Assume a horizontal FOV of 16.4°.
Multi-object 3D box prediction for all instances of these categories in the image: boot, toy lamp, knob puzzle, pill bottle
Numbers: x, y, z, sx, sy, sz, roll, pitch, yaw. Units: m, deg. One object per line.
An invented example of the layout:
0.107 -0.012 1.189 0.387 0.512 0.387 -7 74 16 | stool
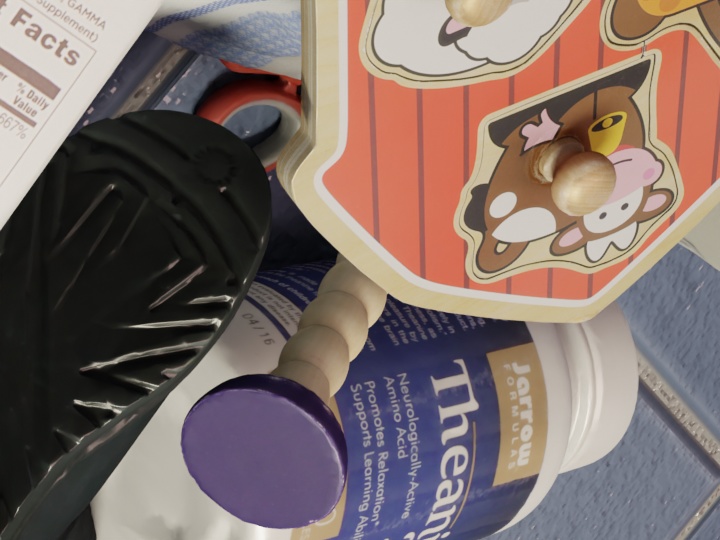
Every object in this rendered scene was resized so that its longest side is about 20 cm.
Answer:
-0.103 0.055 0.776 0.200 0.076 0.168 -54 173 -14 | boot
0.000 0.000 0.800 0.200 0.058 0.058 -59 161 -53 | toy lamp
0.070 -0.053 0.704 0.219 0.030 0.220 -21 138 -21 | knob puzzle
0.004 0.049 0.886 0.200 0.111 0.111 -11 128 -42 | pill bottle

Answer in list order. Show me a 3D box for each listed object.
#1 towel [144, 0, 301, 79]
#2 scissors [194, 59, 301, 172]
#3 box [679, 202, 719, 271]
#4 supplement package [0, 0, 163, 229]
-0.015 -0.078 0.729 0.200 0.147 0.024 13 81 -45 | towel
0.013 -0.055 0.890 0.200 0.014 0.073 8 111 -48 | scissors
0.226 -0.046 1.034 0.200 0.128 0.109 1 118 -48 | box
-0.143 -0.119 0.500 0.200 0.156 0.111 35 93 -32 | supplement package
